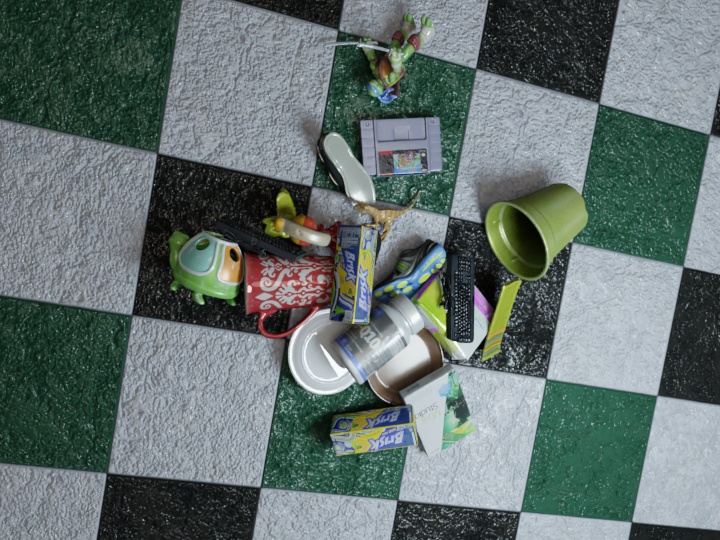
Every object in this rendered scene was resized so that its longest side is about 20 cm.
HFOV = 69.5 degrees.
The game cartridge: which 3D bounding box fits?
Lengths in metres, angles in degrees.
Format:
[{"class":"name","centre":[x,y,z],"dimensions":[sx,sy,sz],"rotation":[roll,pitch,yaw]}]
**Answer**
[{"class":"game cartridge","centre":[0.096,-0.291,1.225],"dimensions":[0.195,0.038,0.133],"rotation":[-6,91,-11]}]

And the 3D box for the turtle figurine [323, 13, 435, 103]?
[{"class":"turtle figurine","centre":[0.059,-0.501,1.146],"dimensions":[0.200,0.144,0.195],"rotation":[44,82,-15]}]

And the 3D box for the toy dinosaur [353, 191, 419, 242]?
[{"class":"toy dinosaur","centre":[0.064,-0.125,1.208],"dimensions":[0.197,0.107,0.061],"rotation":[-9,53,-43]}]

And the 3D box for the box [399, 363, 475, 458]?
[{"class":"box","centre":[0.191,0.344,1.266],"dimensions":[0.142,0.036,0.203],"rotation":[-27,115,-8]}]

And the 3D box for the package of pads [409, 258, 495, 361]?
[{"class":"package of pads","centre":[0.223,0.098,1.245],"dimensions":[0.200,0.068,0.155],"rotation":[47,69,-10]}]

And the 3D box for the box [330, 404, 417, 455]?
[{"class":"box","centre":[0.033,0.372,1.209],"dimensions":[0.195,0.065,0.071],"rotation":[-11,116,8]}]

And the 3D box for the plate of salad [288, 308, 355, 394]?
[{"class":"plate of salad","centre":[-0.076,0.189,1.220],"dimensions":[0.195,0.048,0.205],"rotation":[-2,96,-21]}]

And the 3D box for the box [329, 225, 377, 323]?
[{"class":"box","centre":[-0.014,0.010,1.113],"dimensions":[0.063,0.070,0.205],"rotation":[5,87,32]}]

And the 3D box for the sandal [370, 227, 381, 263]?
[{"class":"sandal","centre":[0.000,0.001,1.195],"dimensions":[0.074,0.048,0.203],"rotation":[14,108,-42]}]

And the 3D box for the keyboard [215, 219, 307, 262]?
[{"class":"keyboard","centre":[-0.219,-0.065,1.106],"dimensions":[0.196,0.127,0.021],"rotation":[22,109,9]}]

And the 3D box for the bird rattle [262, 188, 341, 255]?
[{"class":"bird rattle","centre":[-0.121,-0.082,1.138],"dimensions":[0.197,0.163,0.114],"rotation":[30,100,-5]}]

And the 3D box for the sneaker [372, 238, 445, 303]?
[{"class":"sneaker","centre":[0.112,0.002,1.233],"dimensions":[0.199,0.083,0.071],"rotation":[-40,130,4]}]

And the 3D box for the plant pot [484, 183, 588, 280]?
[{"class":"plant pot","centre":[0.431,-0.112,1.238],"dimensions":[0.182,0.200,0.203],"rotation":[-31,100,-19]}]

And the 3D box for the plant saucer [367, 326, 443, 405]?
[{"class":"plant saucer","centre":[0.105,0.224,1.264],"dimensions":[0.195,0.037,0.206],"rotation":[-1,94,-10]}]

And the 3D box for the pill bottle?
[{"class":"pill bottle","centre":[0.041,0.150,1.169],"dimensions":[0.199,0.114,0.115],"rotation":[-38,100,-10]}]

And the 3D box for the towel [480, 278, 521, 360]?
[{"class":"towel","centre":[0.339,0.120,1.254],"dimensions":[0.085,0.018,0.204],"rotation":[-18,125,-48]}]

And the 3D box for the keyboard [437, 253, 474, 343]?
[{"class":"keyboard","centre":[0.229,0.064,1.193],"dimensions":[0.102,0.039,0.205],"rotation":[4,82,-24]}]

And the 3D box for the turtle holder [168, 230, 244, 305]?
[{"class":"turtle holder","centre":[-0.328,-0.015,1.116],"dimensions":[0.139,0.184,0.135],"rotation":[13,100,-38]}]

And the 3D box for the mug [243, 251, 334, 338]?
[{"class":"mug","centre":[-0.160,0.045,1.162],"dimensions":[0.195,0.134,0.182],"rotation":[-2,112,-15]}]

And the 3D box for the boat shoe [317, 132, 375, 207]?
[{"class":"boat shoe","centre":[-0.034,-0.221,1.189],"dimensions":[0.074,0.060,0.201],"rotation":[-43,115,-15]}]
